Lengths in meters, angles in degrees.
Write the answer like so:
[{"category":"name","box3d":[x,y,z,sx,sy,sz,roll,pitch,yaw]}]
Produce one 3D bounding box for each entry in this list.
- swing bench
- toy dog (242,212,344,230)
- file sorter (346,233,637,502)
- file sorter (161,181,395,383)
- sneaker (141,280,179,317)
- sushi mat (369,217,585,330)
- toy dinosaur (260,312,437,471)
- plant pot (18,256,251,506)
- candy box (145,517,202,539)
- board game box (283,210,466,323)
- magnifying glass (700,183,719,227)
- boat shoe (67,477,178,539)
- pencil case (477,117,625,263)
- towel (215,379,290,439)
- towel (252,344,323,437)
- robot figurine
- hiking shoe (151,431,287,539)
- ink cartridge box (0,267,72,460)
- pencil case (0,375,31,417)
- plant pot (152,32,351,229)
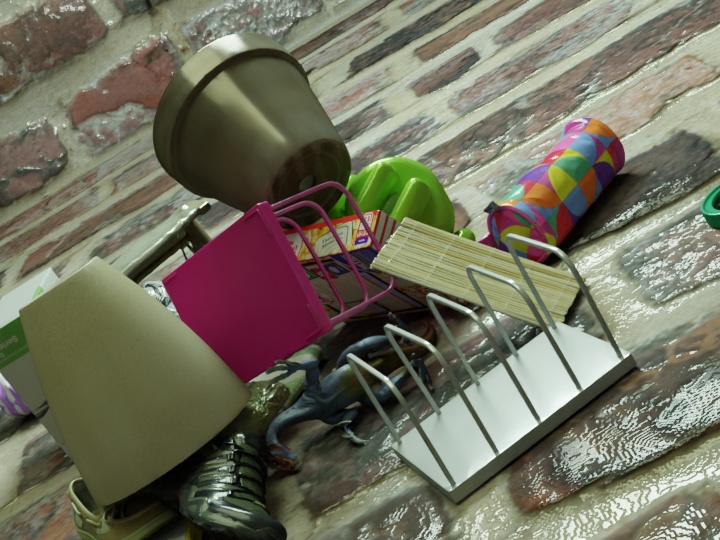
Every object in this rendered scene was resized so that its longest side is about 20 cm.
[{"category":"swing bench","box3d":[-0.235,0.051,1.726,0.199,0.200,0.130,-42,21,-28]},{"category":"toy dog","box3d":[-0.085,-0.031,1.784,0.194,0.140,0.200,-24,-27,-51]},{"category":"file sorter","box3d":[0.106,0.078,1.248,0.200,0.125,0.139,-36,19,-11]},{"category":"file sorter","box3d":[-0.081,0.016,1.460,0.125,0.139,0.200,-24,-6,-42]},{"category":"sneaker","box3d":[-0.225,0.033,1.959,0.115,0.075,0.200,-36,24,-15]},{"category":"sushi mat","box3d":[0.116,0.002,1.408,0.199,0.012,0.096,19,41,14]},{"category":"toy dinosaur","box3d":[-0.014,0.134,1.432,0.181,0.105,0.200,-35,-17,19]},{"category":"plant pot","box3d":[-0.239,0.093,1.396,0.187,0.200,0.187,-33,7,5]},{"category":"candy box","box3d":[-0.242,0.309,1.361,0.200,0.026,0.102,-30,19,7]},{"category":"board game box","box3d":[0.000,0.000,1.566,0.200,0.151,0.046,-10,58,46]},{"category":"magnifying glass","box3d":[0.417,-0.104,1.379,0.200,0.022,0.080,-32,19,-4]},{"category":"boat shoe","box3d":[-0.248,0.241,1.444,0.073,0.063,0.201,-29,7,-26]},{"category":"pencil case","box3d":[0.212,-0.087,1.563,0.088,0.089,0.200,-9,28,49]},{"category":"towel","box3d":[-0.175,0.174,1.511,0.200,0.037,0.148,-11,29,40]},{"category":"towel","box3d":[-0.138,0.157,1.577,0.149,0.031,0.200,-18,23,38]},{"category":"robot figurine","box3d":[0.047,-0.062,1.638,0.116,0.175,0.200,-65,-12,-4]},{"category":"hiking shoe","box3d":[-0.121,0.197,1.324,0.200,0.076,0.101,19,72,53]},{"category":"ink cartridge box","box3d":[-0.372,0.118,1.777,0.084,0.200,0.146,-31,18,10]},{"category":"pencil case","box3d":[-0.420,0.137,1.982,0.200,0.086,0.084,-26,21,21]},{"category":"plant pot","box3d":[-0.107,-0.138,1.603,0.200,0.200,0.174,-37,54,-14]}]
